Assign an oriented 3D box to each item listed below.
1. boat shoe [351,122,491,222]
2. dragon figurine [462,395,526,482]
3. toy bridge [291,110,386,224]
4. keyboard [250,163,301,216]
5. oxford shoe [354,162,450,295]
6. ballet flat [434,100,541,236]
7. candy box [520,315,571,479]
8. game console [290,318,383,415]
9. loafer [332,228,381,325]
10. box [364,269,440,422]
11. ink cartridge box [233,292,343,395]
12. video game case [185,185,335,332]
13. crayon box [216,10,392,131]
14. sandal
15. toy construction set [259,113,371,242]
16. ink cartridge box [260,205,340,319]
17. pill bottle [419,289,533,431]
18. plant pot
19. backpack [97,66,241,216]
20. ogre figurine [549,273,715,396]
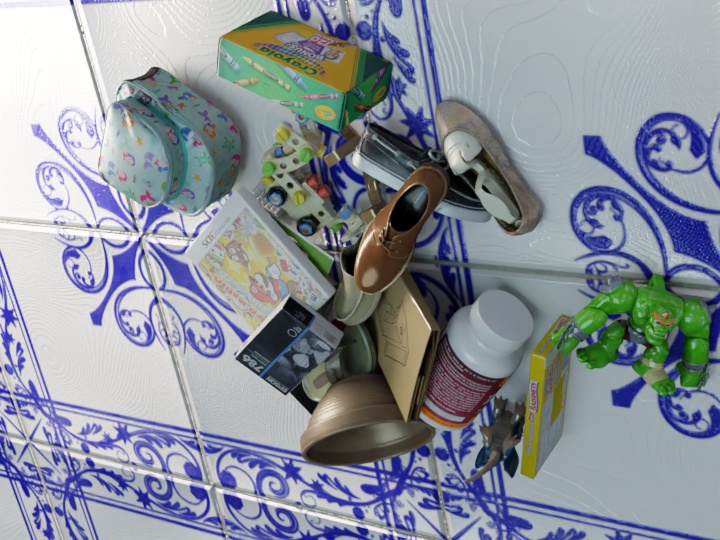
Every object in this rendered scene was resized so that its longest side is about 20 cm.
[{"bbox_3d":[0.088,-0.130,1.547,0.198,0.074,0.069,29,115,12],"label":"boat shoe"},{"bbox_3d":[0.188,0.240,1.617,0.058,0.201,0.100,12,132,13],"label":"dragon figurine"},{"bbox_3d":[-0.022,-0.162,1.610,0.027,0.067,0.201,-28,97,43],"label":"toy bridge"},{"bbox_3d":[-0.143,-0.099,1.776,0.056,0.011,0.200,49,133,1],"label":"keyboard"},{"bbox_3d":[0.040,-0.046,1.515,0.071,0.071,0.201,33,118,7],"label":"oxford shoe"},{"bbox_3d":[0.154,-0.127,1.503,0.200,0.067,0.068,49,133,1],"label":"ballet flat"},{"bbox_3d":[0.248,0.170,1.591,0.026,0.102,0.202,18,126,27],"label":"candy box"},{"bbox_3d":[-0.019,0.180,1.848,0.177,0.031,0.200,44,134,1],"label":"game console"},{"bbox_3d":[0.000,0.000,1.644,0.201,0.068,0.076,120,148,-42],"label":"loafer"},{"bbox_3d":[0.053,0.081,1.651,0.201,0.021,0.165,-116,29,-48],"label":"box"},{"bbox_3d":[-0.114,0.119,1.739,0.099,0.039,0.200,36,138,-7],"label":"ink cartridge box"},{"bbox_3d":[-0.148,0.002,1.724,0.200,0.023,0.182,48,136,1],"label":"video game case"},{"bbox_3d":[-0.074,-0.262,1.551,0.199,0.119,0.059,27,130,20],"label":"crayon box"},{"bbox_3d":[-0.037,0.143,1.761,0.201,0.057,0.080,-48,63,45],"label":"sandal"},{"bbox_3d":[-0.062,-0.119,1.658,0.131,0.092,0.201,-36,95,26],"label":"toy construction set"},{"bbox_3d":[-0.102,-0.002,1.756,0.147,0.076,0.201,36,133,13],"label":"ink cartridge box"},{"bbox_3d":[0.150,0.121,1.625,0.113,0.113,0.201,40,133,8],"label":"pill bottle"},{"bbox_3d":[0.005,0.211,1.739,0.200,0.199,0.094,-37,55,43],"label":"plant pot"},{"bbox_3d":[-0.277,-0.177,1.741,0.199,0.151,0.179,31,130,11],"label":"backpack"},{"bbox_3d":[0.344,0.073,1.463,0.198,0.098,0.121,24,119,12],"label":"ogre figurine"}]
